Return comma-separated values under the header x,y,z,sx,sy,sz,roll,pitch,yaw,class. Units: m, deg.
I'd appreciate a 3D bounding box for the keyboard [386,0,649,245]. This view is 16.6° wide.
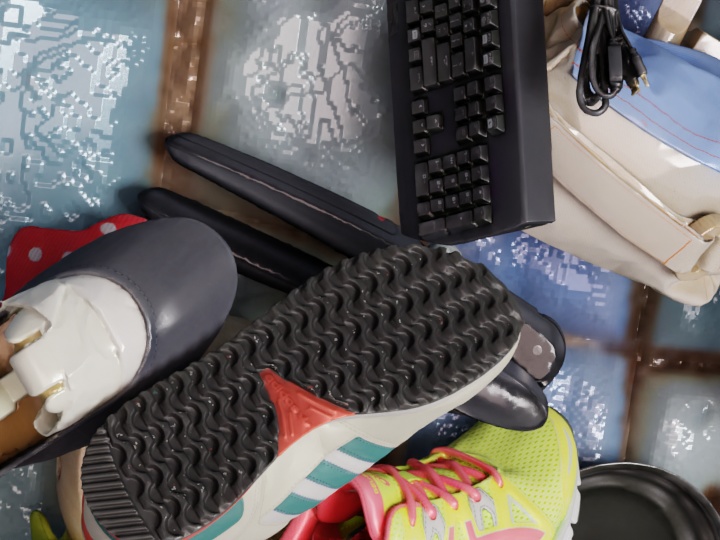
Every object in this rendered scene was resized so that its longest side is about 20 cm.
x,y,z,sx,sy,sz,roll,pitch,yaw,class
0.056,-0.114,0.974,0.021,0.127,0.201,8,75,-48,keyboard

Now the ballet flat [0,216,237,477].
x,y,z,sx,sy,sz,roll,pitch,yaw,class
-0.135,0.048,0.946,0.200,0.073,0.073,-31,107,7,ballet flat

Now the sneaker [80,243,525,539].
x,y,z,sx,sy,sz,roll,pitch,yaw,class
-0.028,0.059,0.983,0.199,0.093,0.070,-29,76,-24,sneaker

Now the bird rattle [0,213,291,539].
x,y,z,sx,sy,sz,roll,pitch,yaw,class
-0.085,0.076,1.055,0.162,0.113,0.201,-1,91,-21,bird rattle

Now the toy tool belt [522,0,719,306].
x,y,z,sx,sy,sz,roll,pitch,yaw,class
0.141,-0.055,1.029,0.199,0.125,0.123,24,107,-15,toy tool belt

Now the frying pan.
x,y,z,sx,sy,sz,roll,pitch,yaw,class
0.139,0.161,1.128,0.190,0.031,0.115,39,95,-19,frying pan

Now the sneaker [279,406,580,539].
x,y,z,sx,sy,sz,roll,pitch,yaw,class
0.020,0.110,1.034,0.200,0.078,0.091,-41,132,-31,sneaker

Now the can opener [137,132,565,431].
x,y,z,sx,sy,sz,roll,pitch,yaw,class
0.000,0.000,1.051,0.200,0.079,0.064,33,85,-3,can opener
